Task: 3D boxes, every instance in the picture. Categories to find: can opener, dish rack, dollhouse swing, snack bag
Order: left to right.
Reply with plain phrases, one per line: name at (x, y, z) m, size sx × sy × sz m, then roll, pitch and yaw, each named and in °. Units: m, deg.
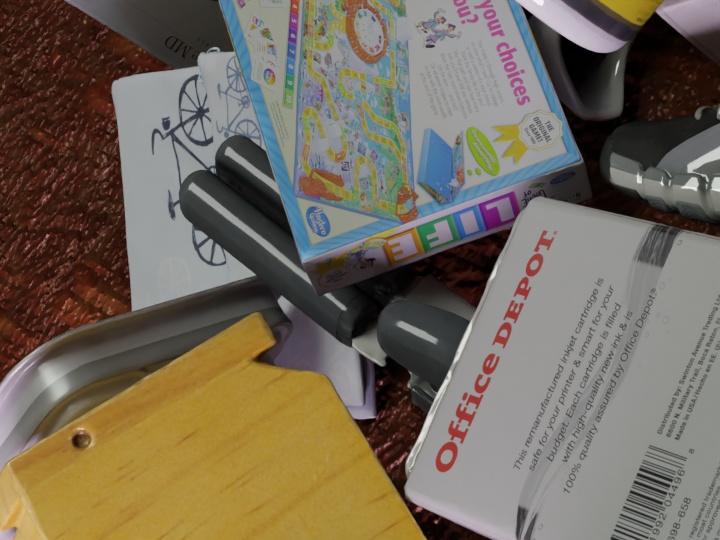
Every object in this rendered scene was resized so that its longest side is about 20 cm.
dish rack at (-0.124, 0.084, 1.158) m, size 0.044 × 0.171 × 0.200 m, roll 57°, pitch 135°, yaw 18°
snack bag at (-0.067, -0.021, 1.217) m, size 0.200 × 0.021 × 0.190 m, roll 0°, pitch 96°, yaw 48°
dollhouse swing at (-0.059, 0.158, 1.075) m, size 0.181 × 0.176 × 0.200 m, roll -31°, pitch 80°, yaw -5°
can opener at (0.000, 0.000, 1.098) m, size 0.200 × 0.067 × 0.053 m, roll 38°, pitch 67°, yaw 18°

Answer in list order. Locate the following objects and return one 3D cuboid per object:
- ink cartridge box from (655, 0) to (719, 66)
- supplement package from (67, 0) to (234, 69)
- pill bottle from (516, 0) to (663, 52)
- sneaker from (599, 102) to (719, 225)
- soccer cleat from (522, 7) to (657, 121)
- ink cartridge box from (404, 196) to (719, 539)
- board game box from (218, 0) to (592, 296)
ink cartridge box at (0.232, -0.173, 1.001) m, size 0.200 × 0.085 × 0.146 m, roll -14°, pitch 56°, yaw 45°
supplement package at (-0.087, -0.232, 1.326) m, size 0.200 × 0.152 × 0.151 m, roll -52°, pitch 39°, yaw 10°
pill bottle at (0.126, -0.197, 0.976) m, size 0.200 × 0.112 × 0.112 m, roll -50°, pitch 39°, yaw 15°
sneaker at (0.190, -0.069, 0.967) m, size 0.200 × 0.075 × 0.116 m, roll 17°, pitch 102°, yaw 42°
soccer cleat at (0.116, -0.161, 1.079) m, size 0.085 × 0.068 × 0.201 m, roll -114°, pitch 28°, yaw -47°
ink cartridge box at (0.129, 0.063, 0.961) m, size 0.200 × 0.084 × 0.145 m, roll 18°, pitch 81°, yaw 50°
board game box at (0.012, -0.099, 1.103) m, size 0.134 × 0.034 × 0.201 m, roll -19°, pitch 59°, yaw 3°
